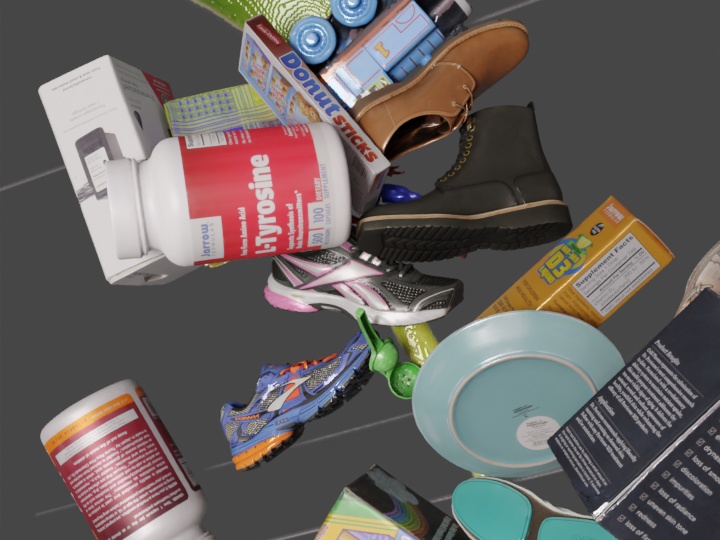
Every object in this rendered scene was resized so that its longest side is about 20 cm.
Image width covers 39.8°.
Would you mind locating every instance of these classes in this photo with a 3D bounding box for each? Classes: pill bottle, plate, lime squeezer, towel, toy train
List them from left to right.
[{"bbox_3d":[-0.227,0.221,1.006,0.113,0.113,0.200,-34,82,11],"label":"pill bottle"},{"bbox_3d":[-0.115,-0.064,0.863,0.200,0.112,0.112,-8,88,-11],"label":"pill bottle"},{"bbox_3d":[-0.104,-0.102,0.966,0.143,0.023,0.200,-14,65,-7],"label":"towel"},{"bbox_3d":[0.019,-0.230,0.967,0.200,0.087,0.114,-41,90,8],"label":"toy train"},{"bbox_3d":[0.038,0.098,0.955,0.038,0.071,0.200,-43,119,-2],"label":"lime squeezer"},{"bbox_3d":[0.147,0.123,0.908,0.200,0.026,0.200,0,122,0],"label":"plate"}]

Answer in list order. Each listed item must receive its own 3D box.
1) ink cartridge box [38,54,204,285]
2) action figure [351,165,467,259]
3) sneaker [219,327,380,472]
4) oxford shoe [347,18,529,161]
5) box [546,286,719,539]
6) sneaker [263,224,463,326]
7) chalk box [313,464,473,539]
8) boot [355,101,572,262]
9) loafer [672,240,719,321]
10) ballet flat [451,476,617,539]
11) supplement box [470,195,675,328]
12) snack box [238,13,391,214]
[{"bbox_3d":[-0.219,-0.093,0.987,0.083,0.145,0.200,-22,85,11],"label":"ink cartridge box"},{"bbox_3d":[0.016,-0.070,0.981,0.200,0.052,0.066,18,81,15],"label":"action figure"},{"bbox_3d":[-0.064,0.117,0.991,0.200,0.075,0.078,-38,79,9],"label":"sneaker"},{"bbox_3d":[0.086,-0.163,0.935,0.200,0.071,0.071,-36,48,-6],"label":"oxford shoe"},{"bbox_3d":[0.305,0.160,0.838,0.200,0.124,0.197,41,101,-22],"label":"box"},{"bbox_3d":[0.000,0.000,0.962,0.200,0.080,0.087,5,104,12],"label":"sneaker"},{"bbox_3d":[0.050,0.298,0.936,0.200,0.125,0.124,34,97,12],"label":"chalk box"},{"bbox_3d":[0.085,-0.087,0.926,0.200,0.077,0.139,-4,68,-17],"label":"boot"},{"bbox_3d":[0.315,0.053,0.905,0.072,0.063,0.200,32,97,12],"label":"loafer"},{"bbox_3d":[0.172,0.245,0.924,0.200,0.069,0.070,6,92,47],"label":"ballet flat"},{"bbox_3d":[0.188,0.026,0.923,0.200,0.067,0.069,-42,115,8],"label":"supplement box"},{"bbox_3d":[-0.047,-0.147,0.938,0.024,0.072,0.200,-32,73,-25],"label":"snack box"}]
